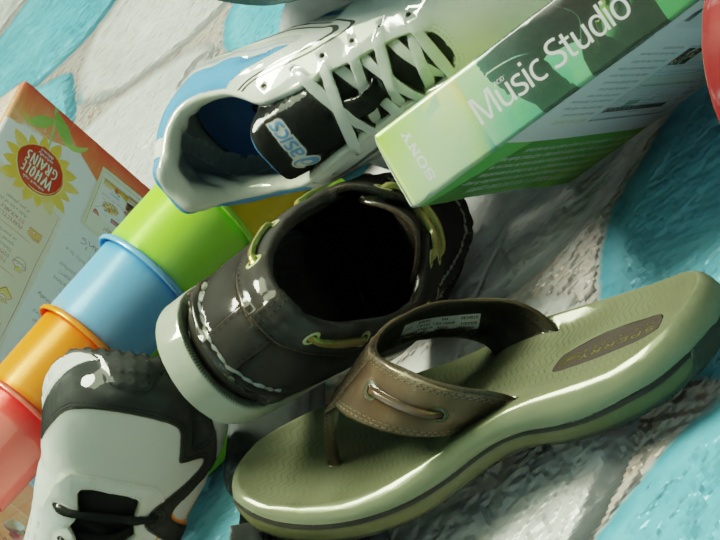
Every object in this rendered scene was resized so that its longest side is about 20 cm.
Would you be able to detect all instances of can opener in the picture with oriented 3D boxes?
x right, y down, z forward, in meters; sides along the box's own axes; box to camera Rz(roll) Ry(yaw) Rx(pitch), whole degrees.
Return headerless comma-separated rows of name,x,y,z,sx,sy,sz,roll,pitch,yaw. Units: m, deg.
can opener,-0.023,0.085,0.945,0.066,0.053,0.200,-9,30,2

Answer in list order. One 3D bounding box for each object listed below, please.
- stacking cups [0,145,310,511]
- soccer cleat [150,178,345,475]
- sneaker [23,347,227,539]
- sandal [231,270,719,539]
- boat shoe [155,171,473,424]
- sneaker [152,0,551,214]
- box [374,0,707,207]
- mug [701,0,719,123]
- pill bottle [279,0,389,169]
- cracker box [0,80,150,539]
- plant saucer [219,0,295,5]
stacking cups,-0.100,0.020,1.023,0.200,0.061,0.060,-51,22,-15
soccer cleat,-0.070,0.037,1.085,0.200,0.068,0.081,-50,11,-20
sneaker,-0.098,0.104,0.949,0.200,0.073,0.080,105,176,-53
sandal,0.036,0.036,0.856,0.200,0.057,0.080,-26,24,27
boat shoe,0.000,0.000,0.935,0.061,0.072,0.201,-37,-2,33
sneaker,0.001,-0.072,0.939,0.200,0.072,0.073,-24,29,34
box,0.115,-0.094,0.888,0.200,0.036,0.144,-38,-12,25
mug,0.190,-0.100,0.692,0.133,0.178,0.200,-45,13,-30
pill bottle,0.050,-0.136,1.057,0.109,0.109,0.200,-29,16,39
cracker box,-0.162,0.024,1.169,0.058,0.134,0.200,-29,28,38
plant saucer,0.015,-0.159,0.966,0.200,0.027,0.200,-27,21,11
